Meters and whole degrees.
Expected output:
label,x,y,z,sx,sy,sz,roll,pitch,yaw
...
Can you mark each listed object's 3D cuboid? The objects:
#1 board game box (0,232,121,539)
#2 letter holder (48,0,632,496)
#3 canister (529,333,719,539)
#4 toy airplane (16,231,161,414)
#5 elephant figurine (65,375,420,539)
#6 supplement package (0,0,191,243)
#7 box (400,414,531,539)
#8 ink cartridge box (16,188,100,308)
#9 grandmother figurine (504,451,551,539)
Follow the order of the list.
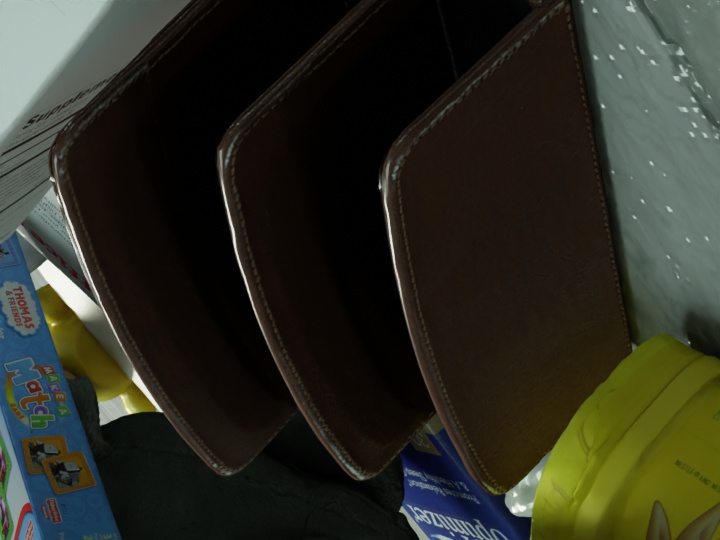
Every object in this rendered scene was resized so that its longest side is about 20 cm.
label,x,y,z,sx,sy,sz,roll,pitch,yaw
board game box,-0.159,0.095,0.848,0.200,0.037,0.151,64,150,34
letter holder,0.000,0.000,0.616,0.101,0.142,0.200,33,158,32
canister,0.162,0.128,0.631,0.200,0.087,0.149,33,152,26
toy airplane,-0.122,0.042,0.970,0.200,0.141,0.199,38,160,19
elephant figurine,-0.030,0.130,0.875,0.200,0.142,0.155,1,171,14
supplement package,-0.142,-0.087,0.622,0.121,0.120,0.200,46,125,0
box,0.068,0.128,0.925,0.200,0.032,0.121,50,161,-19
ink cartridge box,-0.118,-0.072,0.805,0.145,0.084,0.200,42,161,8
grandmother figurine,0.119,0.131,0.793,0.121,0.061,0.200,-15,120,37
